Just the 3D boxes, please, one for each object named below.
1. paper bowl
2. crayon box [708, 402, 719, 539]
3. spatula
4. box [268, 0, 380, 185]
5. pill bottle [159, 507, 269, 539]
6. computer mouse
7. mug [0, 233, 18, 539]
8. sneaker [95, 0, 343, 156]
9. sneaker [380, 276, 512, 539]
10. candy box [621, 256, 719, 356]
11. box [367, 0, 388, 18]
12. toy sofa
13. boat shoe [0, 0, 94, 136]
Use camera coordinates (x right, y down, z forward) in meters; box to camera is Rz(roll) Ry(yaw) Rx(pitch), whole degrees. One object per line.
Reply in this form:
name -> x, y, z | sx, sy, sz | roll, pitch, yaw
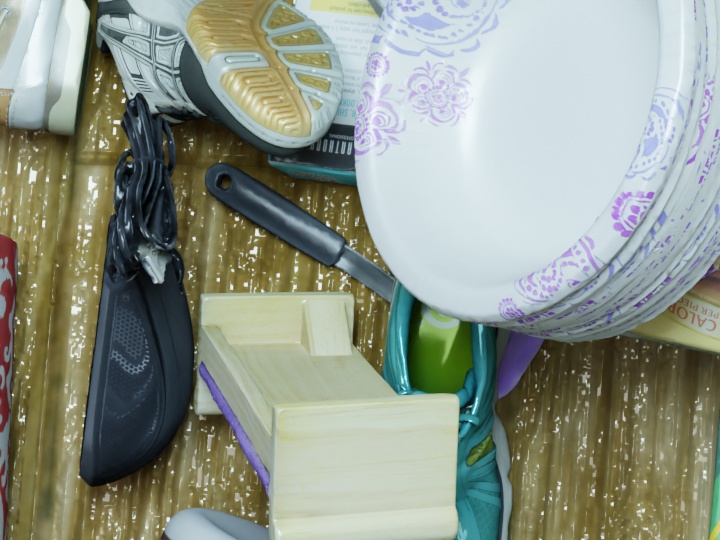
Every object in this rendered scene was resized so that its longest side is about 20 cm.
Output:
paper bowl -> 0.098, -0.069, 0.842 | 0.201, 0.104, 0.201 | -20, 64, 47
crayon box -> 0.226, 0.162, 0.911 | 0.126, 0.052, 0.200 | 5, 85, 15
spatula -> 0.000, 0.000, 1.003 | 0.200, 0.021, 0.057 | 32, 97, 16
box -> 0.013, -0.144, 1.002 | 0.082, 0.049, 0.200 | 9, 86, 15
pill bottle -> -0.081, 0.226, 0.952 | 0.109, 0.109, 0.200 | 23, 89, 16
computer mouse -> -0.106, 0.026, 0.967 | 0.053, 0.139, 0.200 | 6, 123, -9
mug -> -0.259, 0.075, 0.992 | 0.177, 0.133, 0.200 | 10, 79, -29
sneaker -> -0.075, -0.102, 0.983 | 0.200, 0.076, 0.088 | 51, 132, 44
sneaker -> 0.034, 0.076, 0.947 | 0.077, 0.080, 0.200 | 1, 98, 8
candy box -> 0.228, -0.005, 0.900 | 0.200, 0.056, 0.117 | 13, 89, 0
box -> 0.114, -0.112, 0.945 | 0.156, 0.041, 0.200 | -36, 89, 1
toy sofa -> -0.022, 0.079, 0.901 | 0.083, 0.200, 0.098 | -1, 104, -15
boat shoe -> -0.172, -0.173, 1.027 | 0.068, 0.075, 0.200 | 7, 75, -5
